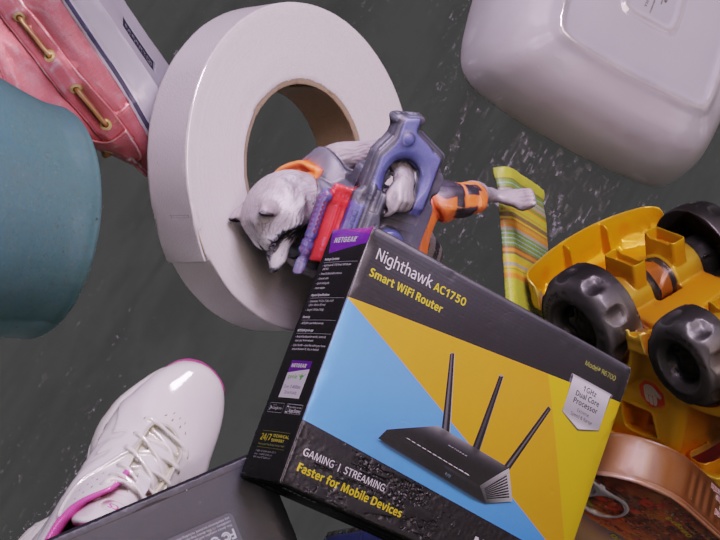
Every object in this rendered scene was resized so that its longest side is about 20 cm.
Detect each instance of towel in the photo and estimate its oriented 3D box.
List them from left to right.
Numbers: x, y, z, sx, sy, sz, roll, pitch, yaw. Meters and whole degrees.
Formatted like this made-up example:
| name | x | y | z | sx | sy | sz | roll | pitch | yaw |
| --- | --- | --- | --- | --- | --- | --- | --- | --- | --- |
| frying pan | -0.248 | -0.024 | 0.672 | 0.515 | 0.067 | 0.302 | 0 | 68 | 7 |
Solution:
| name | x | y | z | sx | sy | sz | roll | pitch | yaw |
| --- | --- | --- | --- | --- | --- | --- | --- | --- | --- |
| towel | 0.105 | 0.036 | 1.237 | 0.086 | 0.018 | 0.201 | 23 | 63 | -66 |

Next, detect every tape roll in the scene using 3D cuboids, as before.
| name | x | y | z | sx | sy | sz | roll | pitch | yaw |
| --- | --- | --- | --- | --- | --- | --- | --- | --- | --- |
| tape roll | -0.046 | -0.061 | 1.160 | 0.202 | 0.037 | 0.204 | 1 | 89 | -48 |

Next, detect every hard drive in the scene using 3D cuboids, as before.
| name | x | y | z | sx | sy | sz | roll | pitch | yaw |
| --- | --- | --- | --- | --- | --- | --- | --- | --- | --- |
| hard drive | -0.080 | 0.216 | 1.028 | 0.139 | 0.033 | 0.201 | -21 | 89 | -20 |

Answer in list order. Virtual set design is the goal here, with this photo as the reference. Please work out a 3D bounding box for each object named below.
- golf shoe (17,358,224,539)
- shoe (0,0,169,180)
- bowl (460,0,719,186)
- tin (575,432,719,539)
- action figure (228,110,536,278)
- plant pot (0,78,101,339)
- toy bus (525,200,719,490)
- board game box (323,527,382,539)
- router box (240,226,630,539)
| name | x | y | z | sx | sy | sz | roll | pitch | yaw |
| --- | --- | --- | --- | --- | --- | --- | --- | --- | --- |
| golf shoe | -0.133 | 0.132 | 1.094 | 0.075 | 0.091 | 0.200 | 39 | 65 | -11 |
| shoe | -0.159 | -0.098 | 1.148 | 0.091 | 0.072 | 0.200 | -26 | 118 | 10 |
| bowl | 0.185 | -0.180 | 1.317 | 0.199 | 0.075 | 0.201 | 27 | 68 | -18 |
| tin | 0.192 | 0.168 | 1.212 | 0.200 | 0.112 | 0.042 | 41 | 48 | -30 |
| action figure | 0.000 | 0.000 | 1.140 | 0.193 | 0.105 | 0.200 | 22 | 98 | -39 |
| plant pot | -0.251 | -0.039 | 1.029 | 0.188 | 0.200 | 0.201 | 7 | 76 | -38 |
| toy bus | 0.216 | 0.074 | 1.212 | 0.135 | 0.200 | 0.193 | -26 | 120 | -31 |
| board game box | 0.062 | 0.261 | 1.152 | 0.199 | 0.097 | 0.160 | 22 | 71 | -19 |
| router box | 0.046 | 0.084 | 1.071 | 0.200 | 0.051 | 0.150 | 27 | 75 | -30 |
